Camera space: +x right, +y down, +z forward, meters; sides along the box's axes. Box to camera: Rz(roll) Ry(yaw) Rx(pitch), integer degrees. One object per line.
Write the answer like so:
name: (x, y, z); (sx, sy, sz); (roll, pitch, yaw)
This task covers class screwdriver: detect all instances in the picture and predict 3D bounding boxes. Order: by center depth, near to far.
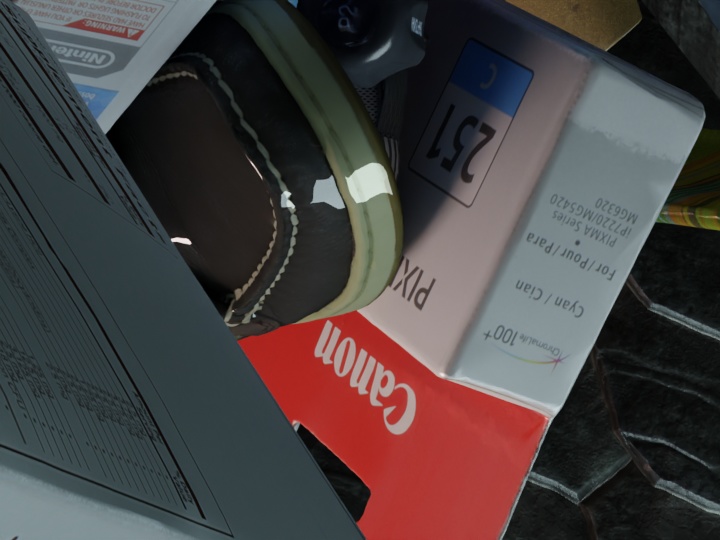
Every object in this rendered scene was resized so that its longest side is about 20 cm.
screwdriver: (0.009, -0.053, 0.659); (0.028, 0.029, 0.200); (-26, 176, 7)

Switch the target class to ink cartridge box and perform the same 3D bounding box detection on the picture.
ink cartridge box: (0.000, 0.000, 0.794); (0.176, 0.045, 0.200); (-66, -151, 7)

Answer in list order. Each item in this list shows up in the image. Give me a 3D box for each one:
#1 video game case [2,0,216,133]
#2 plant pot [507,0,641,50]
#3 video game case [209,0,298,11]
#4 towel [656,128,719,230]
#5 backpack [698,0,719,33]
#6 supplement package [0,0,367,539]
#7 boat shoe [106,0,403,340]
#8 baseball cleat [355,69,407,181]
video game case: (-0.112, -0.040, 0.516); (0.143, 0.018, 0.200); (7, 142, -36)
plant pot: (0.067, -0.197, 1.616); (0.186, 0.200, 0.186); (-38, -177, 2)
video game case: (-0.042, -0.073, 0.627); (0.200, 0.045, 0.181); (-27, 175, 18)
towel: (0.076, -0.036, 0.868); (0.200, 0.018, 0.086); (9, -163, 42)
backpack: (0.167, -0.134, 0.845); (0.200, 0.154, 0.191); (-35, 176, 4)
supplement package: (-0.129, 0.040, 0.404); (0.191, 0.147, 0.200); (-38, 157, 8)
boat shoe: (-0.047, -0.007, 0.620); (0.066, 0.072, 0.201); (-28, 180, -18)
baseball cleat: (-0.074, -0.040, 0.777); (0.200, 0.107, 0.070); (6, 171, 26)
